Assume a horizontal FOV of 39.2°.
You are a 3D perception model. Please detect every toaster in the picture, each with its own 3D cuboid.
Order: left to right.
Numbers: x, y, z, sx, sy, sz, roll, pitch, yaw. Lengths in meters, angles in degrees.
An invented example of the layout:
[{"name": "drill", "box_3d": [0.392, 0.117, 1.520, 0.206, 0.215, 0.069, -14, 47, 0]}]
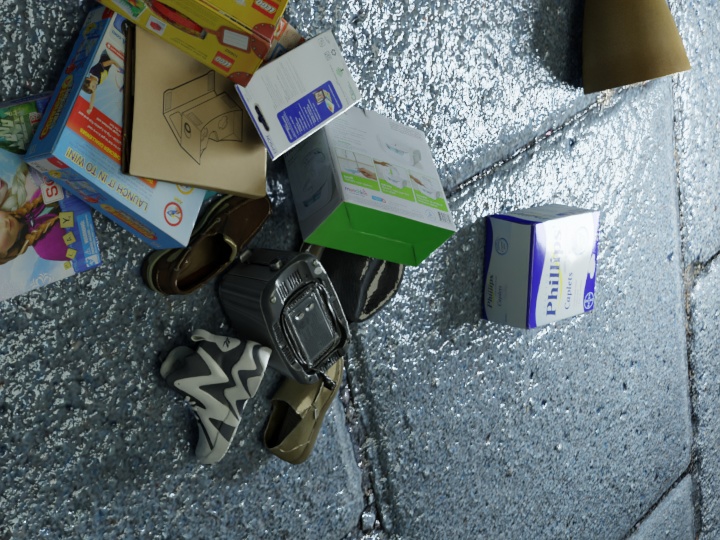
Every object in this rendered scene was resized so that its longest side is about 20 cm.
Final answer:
[{"name": "toaster", "box_3d": [-0.100, 0.061, 1.337, 0.114, 0.128, 0.201, -42, 127, -27]}]

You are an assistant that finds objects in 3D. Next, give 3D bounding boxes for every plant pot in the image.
[{"name": "plant pot", "box_3d": [0.460, -0.423, 1.744, 0.185, 0.185, 0.202, -19, 100, -40]}]

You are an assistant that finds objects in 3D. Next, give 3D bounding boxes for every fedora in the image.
[{"name": "fedora", "box_3d": [0.000, 0.000, 1.429, 0.199, 0.091, 0.203, -16, 117, -35]}]

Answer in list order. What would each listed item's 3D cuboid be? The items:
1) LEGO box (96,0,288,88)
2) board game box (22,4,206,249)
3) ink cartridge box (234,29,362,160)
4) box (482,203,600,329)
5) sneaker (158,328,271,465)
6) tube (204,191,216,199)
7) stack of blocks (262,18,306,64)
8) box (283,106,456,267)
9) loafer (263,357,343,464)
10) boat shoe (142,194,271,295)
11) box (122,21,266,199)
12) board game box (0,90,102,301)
[{"name": "LEGO box", "box_3d": [-0.176, -0.316, 1.096, 0.199, 0.077, 0.150, 29, 49, -14]}, {"name": "board game box", "box_3d": [-0.248, -0.157, 1.128, 0.200, 0.055, 0.198, 39, 59, -42]}, {"name": "ink cartridge box", "box_3d": [-0.081, -0.211, 1.219, 0.200, 0.039, 0.100, -42, 112, -46]}, {"name": "box", "box_3d": [0.313, -0.010, 1.745, 0.199, 0.104, 0.186, -12, 109, -42]}, {"name": "sneaker", "box_3d": [-0.207, 0.156, 1.304, 0.080, 0.129, 0.200, -72, -171, -53]}, {"name": "tube", "box_3d": [-0.209, -0.111, 1.247, 0.200, 0.050, 0.078, -40, 135, -39]}, {"name": "stack of blocks", "box_3d": [-0.142, -0.269, 1.255, 0.200, 0.058, 0.116, 38, 74, -44]}, {"name": "box", "box_3d": [0.010, -0.118, 1.344, 0.199, 0.097, 0.178, 11, 50, -39]}, {"name": "loafer", "box_3d": [-0.081, 0.177, 1.425, 0.067, 0.076, 0.202, 14, 91, -52]}, {"name": "boat shoe", "box_3d": [-0.176, -0.032, 1.274, 0.202, 0.074, 0.075, -44, 128, -28]}, {"name": "box", "box_3d": [-0.182, -0.174, 1.147, 0.199, 0.021, 0.166, 7, 81, -50]}, {"name": "board game box", "box_3d": [-0.388, -0.071, 1.076, 0.198, 0.041, 0.202, -25, 117, -39]}]
